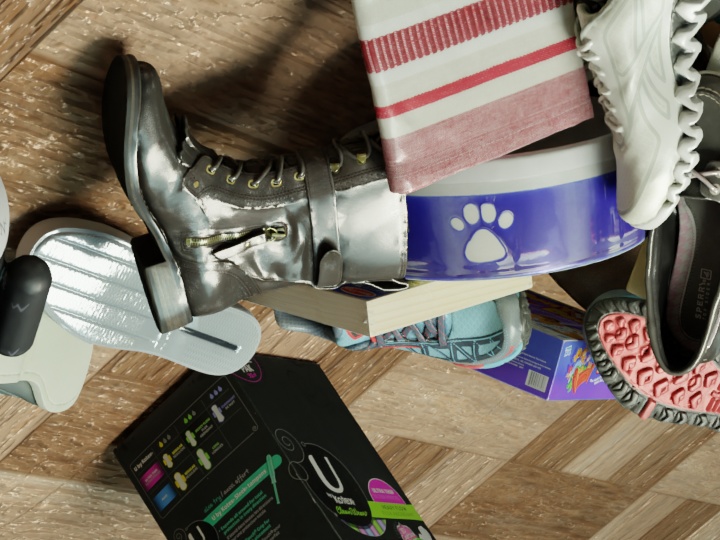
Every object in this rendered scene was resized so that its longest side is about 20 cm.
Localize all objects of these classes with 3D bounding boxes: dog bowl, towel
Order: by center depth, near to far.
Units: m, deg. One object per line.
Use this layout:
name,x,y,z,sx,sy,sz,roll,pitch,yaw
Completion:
towel,0.059,-0.160,1.515,0.144,0.023,0.200,-22,114,-24
dog bowl,0.088,-0.056,1.656,0.200,0.200,0.079,-16,107,-34

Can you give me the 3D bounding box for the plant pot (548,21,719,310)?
plant pot,0.226,-0.071,1.819,0.198,0.200,0.200,-39,156,27

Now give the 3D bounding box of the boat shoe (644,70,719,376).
boat shoe,0.215,-0.025,1.619,0.057,0.067,0.200,-47,143,-55

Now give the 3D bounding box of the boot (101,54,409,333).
boot,-0.057,-0.058,1.532,0.174,0.069,0.200,-16,124,-9

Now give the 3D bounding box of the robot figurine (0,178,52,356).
robot figurine,-0.266,0.003,1.420,0.150,0.125,0.200,-19,152,-35

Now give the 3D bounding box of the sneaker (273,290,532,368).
sneaker,0.024,0.034,1.752,0.096,0.200,0.079,-21,111,-47

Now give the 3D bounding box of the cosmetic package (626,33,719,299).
cosmetic package,0.255,-0.060,1.661,0.071,0.105,0.200,-45,155,-55

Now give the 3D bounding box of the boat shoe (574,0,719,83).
boat shoe,0.174,-0.172,1.686,0.202,0.065,0.074,-24,-175,43

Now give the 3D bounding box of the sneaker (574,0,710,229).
sneaker,0.165,-0.124,1.544,0.081,0.075,0.200,0,104,-15

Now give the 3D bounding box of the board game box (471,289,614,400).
board game box,0.098,0.040,1.845,0.134,0.200,0.045,3,105,-53

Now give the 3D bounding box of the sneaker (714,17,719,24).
sneaker,0.291,-0.225,1.668,0.084,0.121,0.200,-31,163,-54

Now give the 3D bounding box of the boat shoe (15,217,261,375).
boat shoe,-0.150,0.015,1.647,0.200,0.062,0.072,30,95,-43

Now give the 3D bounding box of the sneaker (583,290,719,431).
sneaker,0.226,0.064,1.783,0.200,0.096,0.079,26,103,-28

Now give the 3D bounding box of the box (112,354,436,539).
box,-0.057,0.175,1.889,0.124,0.200,0.149,-44,153,18

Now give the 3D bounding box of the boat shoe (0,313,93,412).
boat shoe,-0.227,0.046,1.642,0.200,0.062,0.073,28,77,-73

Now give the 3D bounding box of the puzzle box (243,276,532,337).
puzzle box,0.000,0.000,1.690,0.133,0.200,0.025,-17,109,-33
